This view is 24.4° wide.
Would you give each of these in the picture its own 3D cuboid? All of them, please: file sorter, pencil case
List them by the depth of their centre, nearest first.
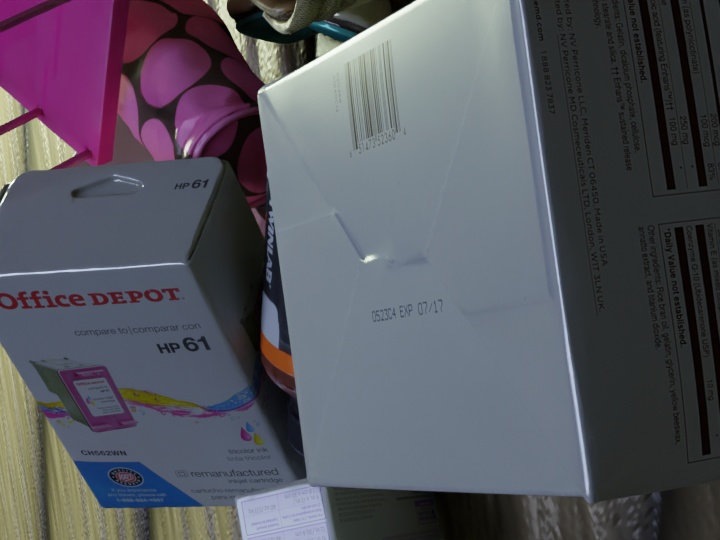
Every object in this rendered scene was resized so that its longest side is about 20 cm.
[{"bbox_3d":[-0.247,-0.146,0.950,0.200,0.125,0.140,39,139,23],"label":"file sorter"},{"bbox_3d":[-0.100,-0.114,0.988,0.091,0.093,0.200,-55,45,21],"label":"pencil case"}]

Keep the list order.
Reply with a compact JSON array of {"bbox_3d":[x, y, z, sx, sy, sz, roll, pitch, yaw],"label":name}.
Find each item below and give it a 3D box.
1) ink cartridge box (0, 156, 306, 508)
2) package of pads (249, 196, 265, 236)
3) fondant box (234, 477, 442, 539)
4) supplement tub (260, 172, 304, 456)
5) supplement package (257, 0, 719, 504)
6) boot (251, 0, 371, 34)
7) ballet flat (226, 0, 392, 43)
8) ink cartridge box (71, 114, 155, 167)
[{"bbox_3d":[-0.114,0.041,0.942,0.085,0.143,0.201,-72,-30,-44],"label":"ink cartridge box"},{"bbox_3d":[-0.068,0.011,1.060,0.121,0.075,0.202,52,142,43],"label":"package of pads"},{"bbox_3d":[0.006,0.209,0.872,0.058,0.144,0.202,-16,79,22],"label":"fondant box"},{"bbox_3d":[0.000,0.000,0.872,0.107,0.106,0.202,-140,49,-56],"label":"supplement tub"},{"bbox_3d":[0.098,-0.014,0.542,0.191,0.198,0.149,-12,85,65],"label":"supplement package"},{"bbox_3d":[0.020,-0.149,0.703,0.200,0.154,0.073,180,67,-79],"label":"boot"},{"bbox_3d":[-0.029,-0.165,0.954,0.200,0.069,0.070,-159,65,-64],"label":"ballet flat"},{"bbox_3d":[-0.160,-0.023,1.172,0.147,0.082,0.201,-69,-1,-45],"label":"ink cartridge box"}]
